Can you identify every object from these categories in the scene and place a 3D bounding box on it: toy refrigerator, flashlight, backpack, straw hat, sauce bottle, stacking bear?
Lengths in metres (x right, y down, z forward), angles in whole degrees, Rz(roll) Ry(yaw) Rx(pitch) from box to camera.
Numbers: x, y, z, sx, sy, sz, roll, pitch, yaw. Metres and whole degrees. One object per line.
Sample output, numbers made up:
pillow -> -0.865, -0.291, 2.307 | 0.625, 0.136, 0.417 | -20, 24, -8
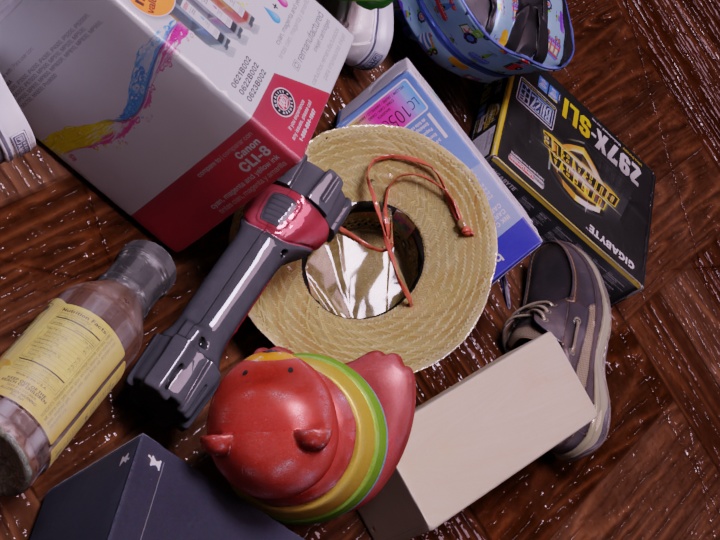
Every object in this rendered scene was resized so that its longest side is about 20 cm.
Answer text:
toy refrigerator -> 0.077, 0.122, 1.143 | 0.200, 0.070, 0.076 | -27, 86, -41
flashlight -> -0.080, 0.014, 1.028 | 0.068, 0.068, 0.200 | 46, 62, -26
backpack -> 0.096, -0.248, 1.368 | 0.182, 0.134, 0.201 | 15, 54, -43
straw hat -> 0.000, 0.000, 1.133 | 0.200, 0.085, 0.202 | 3, 67, -8
sauce bottle -> -0.173, 0.051, 0.943 | 0.065, 0.065, 0.200 | 49, 38, -11
stacking bear -> -0.039, 0.097, 0.946 | 0.200, 0.121, 0.114 | 38, 54, -79

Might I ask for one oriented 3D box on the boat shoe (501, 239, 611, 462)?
boat shoe -> 0.160, 0.056, 1.288 | 0.073, 0.074, 0.201 | 25, 48, -35

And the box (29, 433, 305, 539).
box -> -0.104, 0.228, 0.865 | 0.182, 0.104, 0.200 | 38, 42, -25

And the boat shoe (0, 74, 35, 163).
boat shoe -> -0.272, -0.139, 0.960 | 0.068, 0.072, 0.200 | -28, 71, -15

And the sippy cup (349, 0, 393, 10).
sippy cup -> -0.028, -0.282, 1.198 | 0.130, 0.140, 0.178 | 12, 10, -18

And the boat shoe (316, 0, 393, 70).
boat shoe -> -0.028, -0.267, 1.311 | 0.086, 0.075, 0.203 | 12, 65, -35

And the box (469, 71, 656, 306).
box -> 0.185, -0.086, 1.430 | 0.200, 0.049, 0.160 | 39, 40, -22

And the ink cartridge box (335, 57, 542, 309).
ink cartridge box -> 0.070, -0.063, 1.227 | 0.200, 0.076, 0.136 | 50, 8, -8

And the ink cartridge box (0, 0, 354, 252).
ink cartridge box -> -0.135, -0.148, 1.048 | 0.200, 0.144, 0.146 | 40, 43, -20
